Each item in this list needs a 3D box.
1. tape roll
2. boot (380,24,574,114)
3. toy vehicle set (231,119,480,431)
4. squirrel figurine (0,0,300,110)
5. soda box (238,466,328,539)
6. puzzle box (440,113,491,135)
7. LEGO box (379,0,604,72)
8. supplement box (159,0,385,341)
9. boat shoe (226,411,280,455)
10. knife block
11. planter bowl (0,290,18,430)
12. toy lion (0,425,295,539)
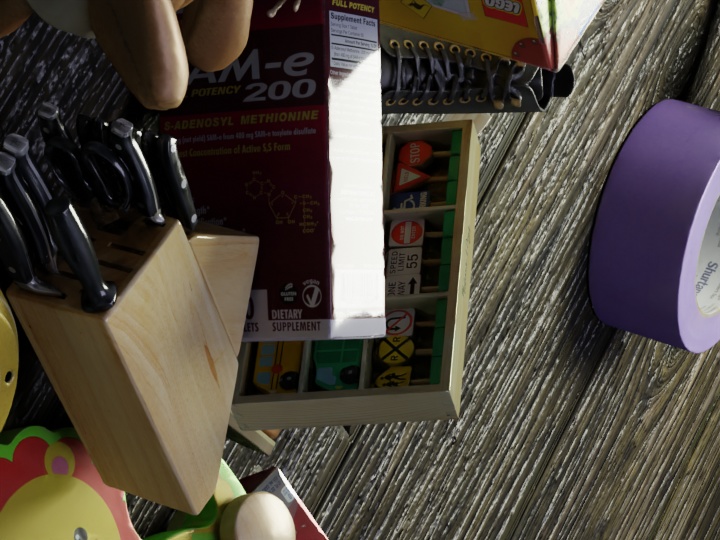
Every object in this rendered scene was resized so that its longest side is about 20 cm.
[{"bbox_3d":[0.274,-0.038,1.852,0.200,0.085,0.201,-38,137,-47],"label":"tape roll"},{"bbox_3d":[0.036,-0.117,1.271,0.200,0.138,0.078,-35,133,-65],"label":"boot"},{"bbox_3d":[0.000,0.000,1.245,0.027,0.124,0.200,70,20,-47],"label":"toy vehicle set"},{"bbox_3d":[-0.082,-0.193,1.029,0.186,0.141,0.201,-25,120,-43],"label":"squirrel figurine"},{"bbox_3d":[-0.104,0.203,1.296,0.200,0.063,0.070,-42,103,-42],"label":"soda box"},{"bbox_3d":[0.002,-0.007,1.362,0.200,0.025,0.133,-53,180,-32],"label":"puzzle box"},{"bbox_3d":[0.023,-0.203,1.163,0.077,0.200,0.149,-56,149,-27],"label":"LEGO box"},{"bbox_3d":[-0.047,-0.063,1.159,0.061,0.109,0.201,1,87,-59],"label":"supplement box"},{"bbox_3d":[-0.088,0.046,1.248,0.068,0.072,0.200,-64,152,-13],"label":"boat shoe"},{"bbox_3d":[-0.128,0.022,1.071,0.175,0.064,0.201,-1,104,-59],"label":"knife block"},{"bbox_3d":[-0.215,0.046,1.002,0.200,0.083,0.201,-39,138,-47],"label":"planter bowl"},{"bbox_3d":[-0.143,0.152,1.173,0.192,0.069,0.200,53,46,-25],"label":"toy lion"}]
